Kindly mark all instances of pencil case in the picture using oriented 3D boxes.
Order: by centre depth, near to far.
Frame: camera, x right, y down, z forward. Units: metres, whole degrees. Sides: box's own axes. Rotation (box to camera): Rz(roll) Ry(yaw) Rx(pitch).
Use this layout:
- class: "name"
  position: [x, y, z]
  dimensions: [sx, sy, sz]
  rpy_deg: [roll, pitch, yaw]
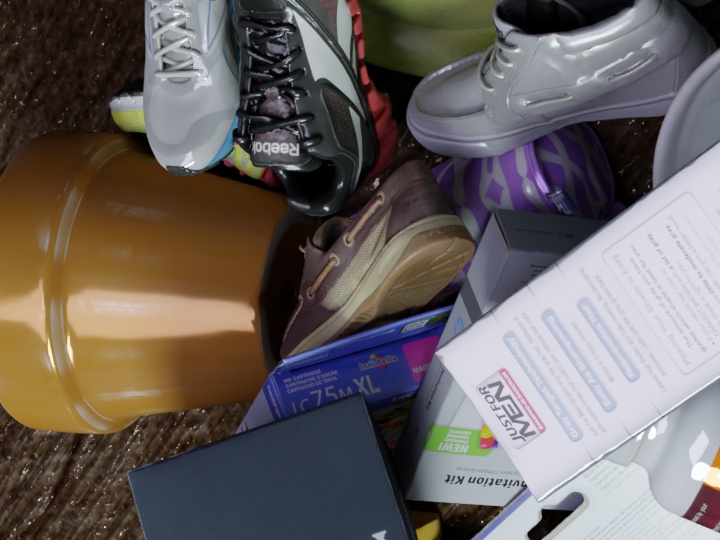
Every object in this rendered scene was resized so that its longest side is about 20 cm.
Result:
- class: "pencil case"
  position: [0.070, -0.028, 1.319]
  dimensions: [0.199, 0.084, 0.086]
  rpy_deg: [-26, 117, 42]

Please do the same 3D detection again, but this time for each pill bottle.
- class: "pill bottle"
  position: [0.234, 0.101, 1.204]
  dimensions: [0.199, 0.113, 0.114]
  rpy_deg: [21, 124, 4]

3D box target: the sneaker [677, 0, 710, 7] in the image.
- class: "sneaker"
  position: [0.238, -0.175, 1.107]
  dimensions: [0.200, 0.083, 0.121]
  rpy_deg: [-48, 50, 39]

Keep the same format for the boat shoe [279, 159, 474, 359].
- class: "boat shoe"
  position: [0.000, 0.000, 1.289]
  dimensions: [0.200, 0.072, 0.072]
  rpy_deg: [-50, 58, 55]

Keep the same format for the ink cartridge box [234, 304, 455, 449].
- class: "ink cartridge box"
  position: [-0.009, 0.084, 1.347]
  dimensions: [0.200, 0.118, 0.042]
  rpy_deg: [118, 134, -64]

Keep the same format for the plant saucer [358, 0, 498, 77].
- class: "plant saucer"
  position: [0.028, -0.180, 1.247]
  dimensions: [0.198, 0.031, 0.200]
  rpy_deg: [13, 154, 7]

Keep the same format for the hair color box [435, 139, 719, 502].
- class: "hair color box"
  position: [0.148, 0.024, 1.124]
  dimensions: [0.200, 0.061, 0.099]
  rpy_deg: [-38, 84, 24]

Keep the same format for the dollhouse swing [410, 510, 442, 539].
- class: "dollhouse swing"
  position: [0.034, 0.286, 1.440]
  dimensions: [0.175, 0.181, 0.202]
  rpy_deg: [15, 121, 53]

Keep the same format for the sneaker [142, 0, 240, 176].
- class: "sneaker"
  position: [-0.110, -0.160, 1.317]
  dimensions: [0.074, 0.087, 0.202]
  rpy_deg: [-1, 78, 26]

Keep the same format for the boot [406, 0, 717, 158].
- class: "boot"
  position: [0.094, -0.124, 1.205]
  dimensions: [0.199, 0.074, 0.096]
  rpy_deg: [-11, 145, 32]

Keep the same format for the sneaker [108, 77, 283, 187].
- class: "sneaker"
  position: [-0.081, -0.094, 1.396]
  dimensions: [0.199, 0.078, 0.091]
  rpy_deg: [1, 119, 37]

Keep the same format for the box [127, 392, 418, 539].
- class: "box"
  position: [-0.042, 0.166, 1.309]
  dimensions: [0.147, 0.200, 0.108]
  rpy_deg: [-18, 73, 0]

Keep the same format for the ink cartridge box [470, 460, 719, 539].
- class: "ink cartridge box"
  position: [0.179, 0.192, 1.328]
  dimensions: [0.200, 0.041, 0.200]
  rpy_deg: [42, 122, -4]

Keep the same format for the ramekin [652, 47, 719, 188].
- class: "ramekin"
  position: [0.267, -0.049, 1.149]
  dimensions: [0.199, 0.105, 0.202]
  rpy_deg: [15, 119, 30]

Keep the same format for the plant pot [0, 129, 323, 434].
- class: "plant pot"
  position: [-0.123, 0.012, 1.407]
  dimensions: [0.182, 0.200, 0.202]
  rpy_deg: [4, 114, 22]

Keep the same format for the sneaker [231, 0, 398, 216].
- class: "sneaker"
  position: [-0.037, -0.113, 1.246]
  dimensions: [0.070, 0.098, 0.201]
  rpy_deg: [6, 136, 29]

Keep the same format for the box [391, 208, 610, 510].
- class: "box"
  position: [0.121, 0.059, 1.279]
  dimensions: [0.041, 0.155, 0.201]
  rpy_deg: [-107, 30, -47]
